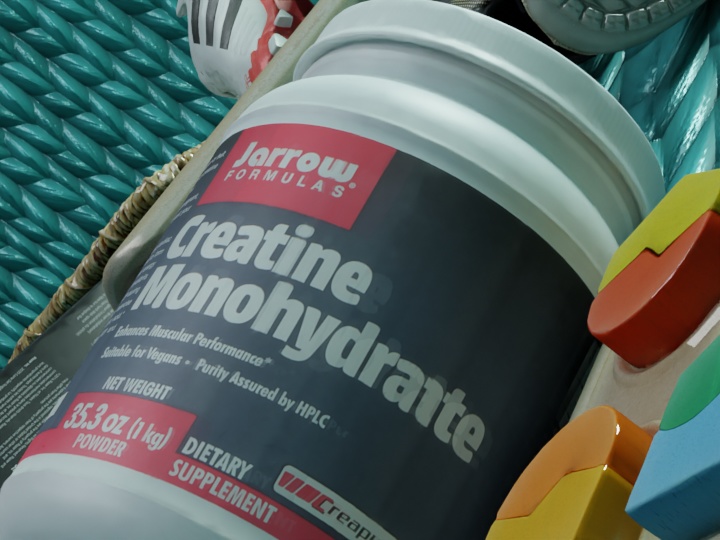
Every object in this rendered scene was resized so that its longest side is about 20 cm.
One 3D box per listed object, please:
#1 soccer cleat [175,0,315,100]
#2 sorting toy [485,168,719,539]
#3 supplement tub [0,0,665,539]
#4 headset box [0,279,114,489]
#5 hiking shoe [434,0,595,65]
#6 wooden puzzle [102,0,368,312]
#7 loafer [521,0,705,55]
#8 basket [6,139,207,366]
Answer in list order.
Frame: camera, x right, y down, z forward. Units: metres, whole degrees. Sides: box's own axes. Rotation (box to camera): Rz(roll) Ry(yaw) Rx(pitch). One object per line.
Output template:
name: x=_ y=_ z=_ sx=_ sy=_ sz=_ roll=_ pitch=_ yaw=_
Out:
soccer cleat: x=-0.050 y=-0.113 z=1.237 sx=0.200 sy=0.068 sz=0.085 roll=61 pitch=137 yaw=40
sorting toy: x=0.089 y=0.017 z=0.570 sx=0.200 sy=0.036 sz=0.185 roll=-47 pitch=12 yaw=53
supplement tub: x=-0.005 y=0.033 z=0.698 sx=0.200 sy=0.140 sz=0.140 roll=-60 pitch=9 yaw=-25
headset box: x=-0.122 y=0.128 z=0.919 sx=0.174 sy=0.093 sz=0.200 roll=-45 pitch=-18 yaw=-41
hiking shoe: x=0.100 y=-0.134 z=1.065 sx=0.200 sy=0.076 sz=0.101 roll=-46 pitch=36 yaw=-20
wooden puzzle: x=0.000 y=0.000 z=0.849 sx=0.185 sy=0.046 sz=0.200 roll=-54 pitch=-35 yaw=-29
loafer: x=0.128 y=-0.152 z=0.945 sx=0.200 sy=0.075 sz=0.070 roll=-50 pitch=-2 yaw=-28
basket: x=-0.047 y=-0.002 z=1.080 sx=0.200 sy=0.149 sz=0.143 roll=-48 pitch=11 yaw=50
